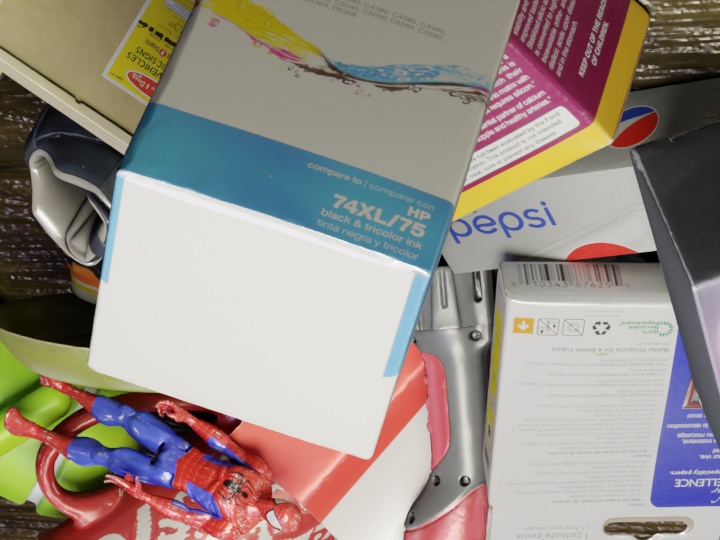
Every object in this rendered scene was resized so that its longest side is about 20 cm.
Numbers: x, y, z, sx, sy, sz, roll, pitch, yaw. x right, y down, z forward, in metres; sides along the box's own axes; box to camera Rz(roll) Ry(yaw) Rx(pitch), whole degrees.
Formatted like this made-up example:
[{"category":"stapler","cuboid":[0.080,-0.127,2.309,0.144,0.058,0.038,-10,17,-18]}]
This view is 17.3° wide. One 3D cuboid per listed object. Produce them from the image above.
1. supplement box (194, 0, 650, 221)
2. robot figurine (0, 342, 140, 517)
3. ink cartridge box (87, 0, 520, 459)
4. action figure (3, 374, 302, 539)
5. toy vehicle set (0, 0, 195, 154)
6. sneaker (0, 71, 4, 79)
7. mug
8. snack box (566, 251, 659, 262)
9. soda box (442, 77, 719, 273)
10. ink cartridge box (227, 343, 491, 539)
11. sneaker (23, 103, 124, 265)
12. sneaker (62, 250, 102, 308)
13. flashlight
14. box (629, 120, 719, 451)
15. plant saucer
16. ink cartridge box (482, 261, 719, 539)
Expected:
[{"category":"supplement box","cuboid":[0.033,-0.138,1.233,0.200,0.104,0.131,42,137,-24]},{"category":"robot figurine","cuboid":[-0.237,0.092,1.611,0.199,0.116,0.175,27,168,-8]},{"category":"ink cartridge box","cuboid":[-0.025,-0.048,1.121,0.145,0.201,0.147,18,140,2]},{"category":"action figure","cuboid":[-0.124,0.116,1.463,0.199,0.066,0.052,24,157,15]},{"category":"toy vehicle set","cuboid":[-0.102,-0.122,1.299,0.200,0.125,0.026,34,168,-15]},{"category":"sneaker","cuboid":[-0.271,-0.129,1.410,0.199,0.074,0.081,-20,123,37]},{"category":"mug","cuboid":[-0.102,0.156,1.540,0.200,0.134,0.178,-36,138,-2]},{"category":"snack box","cuboid":[0.195,0.055,1.435,0.200,0.037,0.116,38,137,-20]},{"category":"soda box","cuboid":[0.132,-0.051,1.320,0.199,0.064,0.068,-7,134,30]},{"category":"ink cartridge box","cuboid":[0.041,0.114,1.491,0.200,0.050,0.161,40,93,-24]},{"category":"sneaker","cuboid":[-0.096,-0.049,1.363,0.202,0.147,0.077,26,140,-8]},{"category":"sneaker","cuboid":[-0.117,-0.021,1.437,0.199,0.070,0.090,8,124,43]},{"category":"flashlight","cuboid":[0.050,0.095,1.446,0.067,0.201,0.068,-8,-176,-21]},{"category":"box","cuboid":[0.265,0.011,1.225,0.197,0.124,0.201,-19,131,4]},{"category":"plant saucer","cuboid":[-0.130,0.045,1.462,0.199,0.200,0.031,6,99,18]},{"category":"ink cartridge box","cuboid":[0.172,0.083,1.379,0.196,0.047,0.201,-1,130,-5]}]
